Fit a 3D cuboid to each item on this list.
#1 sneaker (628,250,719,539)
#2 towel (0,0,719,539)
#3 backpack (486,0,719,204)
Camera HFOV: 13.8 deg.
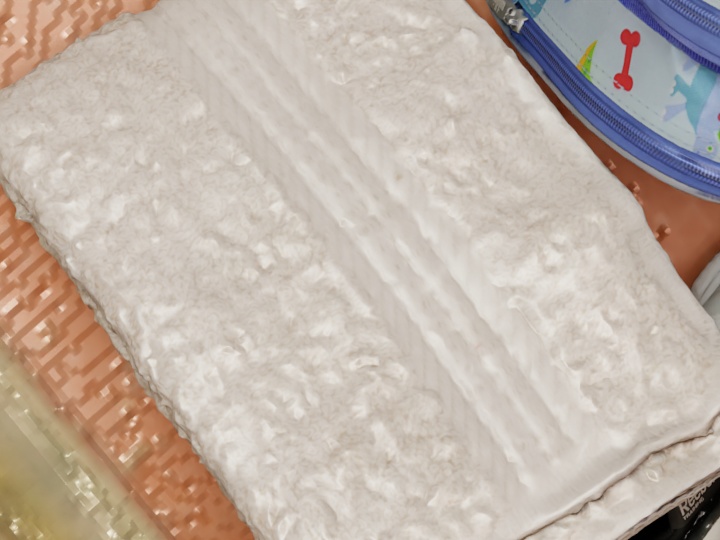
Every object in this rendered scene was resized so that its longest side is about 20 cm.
[{"bbox_3d":[0.101,0.048,0.832,0.200,0.080,0.074,-37,101,-13],"label":"sneaker"},{"bbox_3d":[0.000,0.000,0.776,0.132,0.035,0.200,-34,72,-13],"label":"towel"},{"bbox_3d":[0.133,-0.092,0.769,0.182,0.200,0.148,7,111,-19],"label":"backpack"}]
